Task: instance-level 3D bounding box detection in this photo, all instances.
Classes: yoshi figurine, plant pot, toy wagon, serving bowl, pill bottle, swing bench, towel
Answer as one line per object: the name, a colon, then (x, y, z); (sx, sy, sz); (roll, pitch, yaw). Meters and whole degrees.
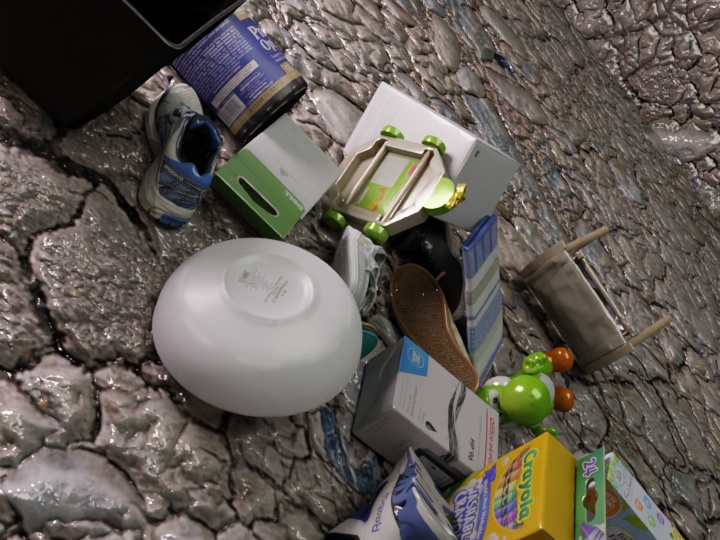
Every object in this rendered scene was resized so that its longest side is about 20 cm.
yoshi figurine: (0.222, 0.159, 1.073); (0.112, 0.112, 0.200); (47, 32, 24)
plant pot: (-0.265, -0.263, 0.834); (0.200, 0.177, 0.200); (44, 32, -14)
toy wagon: (0.049, -0.103, 1.058); (0.155, 0.200, 0.040); (-57, 142, -17)
serving bowl: (-0.090, 0.036, 0.784); (0.199, 0.066, 0.200); (9, 43, -9)
pill bottle: (-0.167, -0.261, 1.017); (0.200, 0.112, 0.112); (48, 32, -7)
swing bench: (0.375, 0.052, 1.386); (0.200, 0.130, 0.199); (-16, 72, -51)
towel: (0.160, 0.039, 1.114); (0.147, 0.024, 0.201); (-46, 134, -59)

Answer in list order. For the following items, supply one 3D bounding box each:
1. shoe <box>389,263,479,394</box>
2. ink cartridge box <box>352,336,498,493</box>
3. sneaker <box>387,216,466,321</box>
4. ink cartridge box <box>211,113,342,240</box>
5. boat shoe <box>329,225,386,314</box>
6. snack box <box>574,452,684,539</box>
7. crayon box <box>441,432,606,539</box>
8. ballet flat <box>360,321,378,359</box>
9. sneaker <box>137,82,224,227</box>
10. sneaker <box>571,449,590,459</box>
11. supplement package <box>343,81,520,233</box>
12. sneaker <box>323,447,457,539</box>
shoe: (0.089, 0.082, 1.063); (0.053, 0.070, 0.200); (78, -9, -61)
ink cartridge box: (0.092, 0.182, 0.946); (0.200, 0.068, 0.116); (40, 34, -19)
sneaker: (0.082, -0.019, 1.141); (0.099, 0.071, 0.200); (22, 39, -32)
ink cartridge box: (-0.105, -0.099, 0.984); (0.104, 0.059, 0.200); (46, 32, -9)
boat shoe: (-0.001, 0.001, 0.957); (0.065, 0.075, 0.202); (23, 13, -5)
snack box: (0.220, 0.293, 0.873); (0.142, 0.200, 0.053); (50, 33, -3)
crayon box: (0.144, 0.243, 0.826); (0.052, 0.200, 0.126); (43, 33, -14)
ballet flat: (-0.054, 0.072, 0.880); (0.200, 0.071, 0.071); (-11, 67, -55)
sneaker: (-0.181, -0.140, 0.905); (0.077, 0.085, 0.200); (26, 39, -35)
sneaker: (0.238, 0.254, 1.041); (0.085, 0.077, 0.200); (53, 31, 10)
supplement package: (0.096, -0.156, 1.166); (0.117, 0.118, 0.200); (17, 18, -49)
sneaker: (0.022, 0.238, 0.796); (0.081, 0.115, 0.199); (57, 3, 5)
